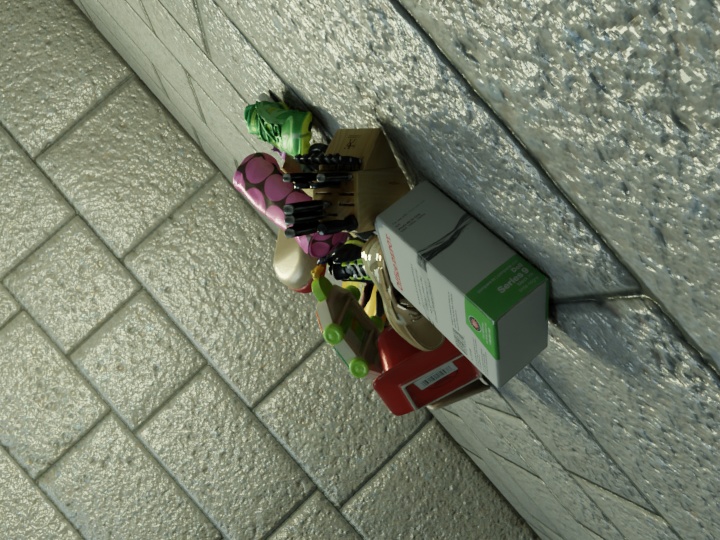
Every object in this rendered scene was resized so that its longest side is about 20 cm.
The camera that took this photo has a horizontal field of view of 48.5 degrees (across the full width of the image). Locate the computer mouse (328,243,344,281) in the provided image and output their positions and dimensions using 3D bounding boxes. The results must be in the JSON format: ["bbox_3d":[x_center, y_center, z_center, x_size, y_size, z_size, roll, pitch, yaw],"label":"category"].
[{"bbox_3d":[-0.034,-0.057,1.465,0.052,0.140,0.201,-5,140,21],"label":"computer mouse"}]

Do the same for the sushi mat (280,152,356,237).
[{"bbox_3d":[-0.050,-0.111,1.291,0.200,0.012,0.096,42,162,-3],"label":"sushi mat"}]

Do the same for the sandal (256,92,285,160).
[{"bbox_3d":[-0.143,-0.232,1.383,0.082,0.050,0.203,44,172,30],"label":"sandal"}]

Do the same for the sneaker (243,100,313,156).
[{"bbox_3d":[-0.126,-0.212,1.197,0.200,0.082,0.075,-145,59,-61],"label":"sneaker"}]

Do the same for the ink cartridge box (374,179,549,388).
[{"bbox_3d":[0.116,0.013,0.914,0.200,0.084,0.147,45,164,33],"label":"ink cartridge box"}]

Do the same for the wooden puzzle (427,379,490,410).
[{"bbox_3d":[0.134,0.199,1.585,0.184,0.047,0.200,-8,-139,-47],"label":"wooden puzzle"}]

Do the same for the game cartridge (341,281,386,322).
[{"bbox_3d":[0.007,0.047,1.524,0.032,0.179,0.200,11,-174,-19],"label":"game cartridge"}]

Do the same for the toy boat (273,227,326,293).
[{"bbox_3d":[-0.084,-0.048,1.532,0.130,0.203,0.130,26,146,-30],"label":"toy boat"}]

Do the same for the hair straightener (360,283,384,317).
[{"bbox_3d":[0.048,0.015,1.346,0.076,0.041,0.202,27,138,13],"label":"hair straightener"}]

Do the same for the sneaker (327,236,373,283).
[{"bbox_3d":[0.000,0.000,1.236,0.073,0.082,0.200,68,164,-14],"label":"sneaker"}]

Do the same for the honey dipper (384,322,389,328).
[{"bbox_3d":[0.075,0.073,1.399,0.038,0.038,0.200,46,148,10],"label":"honey dipper"}]

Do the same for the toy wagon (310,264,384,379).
[{"bbox_3d":[-0.025,0.081,1.311,0.201,0.039,0.156,53,-157,-13],"label":"toy wagon"}]

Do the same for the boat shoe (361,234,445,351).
[{"bbox_3d":[0.068,0.042,1.114,0.201,0.071,0.064,55,170,-27],"label":"boat shoe"}]

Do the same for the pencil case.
[{"bbox_3d":[-0.108,-0.103,1.249,0.200,0.091,0.093,43,-147,25],"label":"pencil case"}]

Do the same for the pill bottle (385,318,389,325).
[{"bbox_3d":[0.091,0.111,1.525,0.200,0.112,0.113,42,171,42],"label":"pill bottle"}]

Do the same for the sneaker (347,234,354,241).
[{"bbox_3d":[-0.004,-0.074,1.391,0.201,0.070,0.076,54,-170,-17],"label":"sneaker"}]

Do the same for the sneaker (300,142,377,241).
[{"bbox_3d":[-0.009,-0.113,1.188,0.201,0.075,0.079,52,-171,28],"label":"sneaker"}]

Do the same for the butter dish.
[{"bbox_3d":[0.103,0.119,1.295,0.149,0.198,0.200,64,-178,29],"label":"butter dish"}]

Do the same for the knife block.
[{"bbox_3d":[-0.014,-0.070,0.929,0.063,0.177,0.201,5,146,30],"label":"knife block"}]
